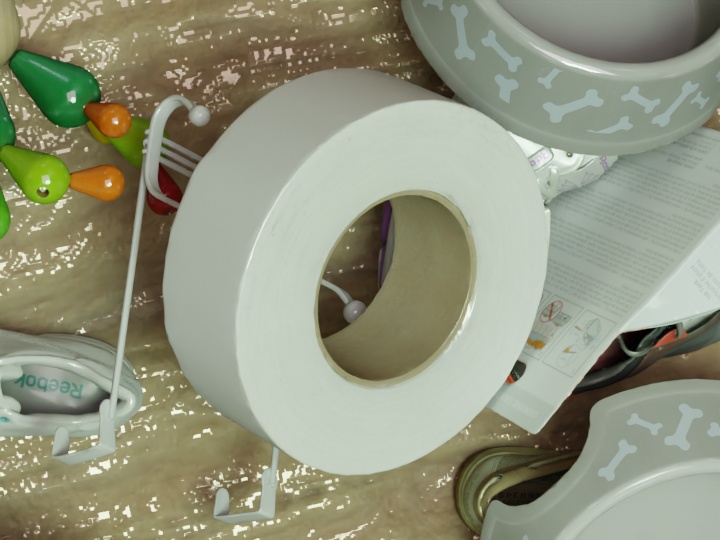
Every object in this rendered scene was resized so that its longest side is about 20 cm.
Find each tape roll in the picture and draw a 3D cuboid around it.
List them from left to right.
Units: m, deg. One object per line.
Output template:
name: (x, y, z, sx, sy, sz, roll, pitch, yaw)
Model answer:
tape roll: (0.000, 0.000, 1.438, 0.202, 0.071, 0.203, -15, 115, -34)

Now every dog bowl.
dog bowl: (0.123, -0.162, 1.517, 0.200, 0.059, 0.200, 7, 58, -11)
dog bowl: (0.168, 0.156, 1.541, 0.200, 0.059, 0.200, -9, 128, -12)

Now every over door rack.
over door rack: (-0.069, 0.026, 1.484, 0.148, 0.067, 0.200, 28, 72, -47)

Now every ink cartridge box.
ink cartridge box: (0.136, 0.006, 1.521, 0.200, 0.160, 0.047, -48, 116, -7)

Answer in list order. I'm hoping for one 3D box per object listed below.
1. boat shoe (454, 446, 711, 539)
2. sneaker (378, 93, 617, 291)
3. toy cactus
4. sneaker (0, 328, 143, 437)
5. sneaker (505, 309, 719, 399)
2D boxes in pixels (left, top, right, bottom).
boat shoe: (0.156, 0.127, 1.585, 0.200, 0.063, 0.073, 2, 92, -12)
sneaker: (0.080, -0.057, 1.544, 0.100, 0.075, 0.200, 30, 87, 10)
toy cactus: (-0.199, -0.091, 1.500, 0.200, 0.102, 0.165, -4, 74, -9)
sneaker: (-0.214, 0.059, 1.492, 0.200, 0.088, 0.075, 0, 94, -12)
sneaker: (0.175, 0.021, 1.574, 0.200, 0.082, 0.077, -31, 98, -9)
